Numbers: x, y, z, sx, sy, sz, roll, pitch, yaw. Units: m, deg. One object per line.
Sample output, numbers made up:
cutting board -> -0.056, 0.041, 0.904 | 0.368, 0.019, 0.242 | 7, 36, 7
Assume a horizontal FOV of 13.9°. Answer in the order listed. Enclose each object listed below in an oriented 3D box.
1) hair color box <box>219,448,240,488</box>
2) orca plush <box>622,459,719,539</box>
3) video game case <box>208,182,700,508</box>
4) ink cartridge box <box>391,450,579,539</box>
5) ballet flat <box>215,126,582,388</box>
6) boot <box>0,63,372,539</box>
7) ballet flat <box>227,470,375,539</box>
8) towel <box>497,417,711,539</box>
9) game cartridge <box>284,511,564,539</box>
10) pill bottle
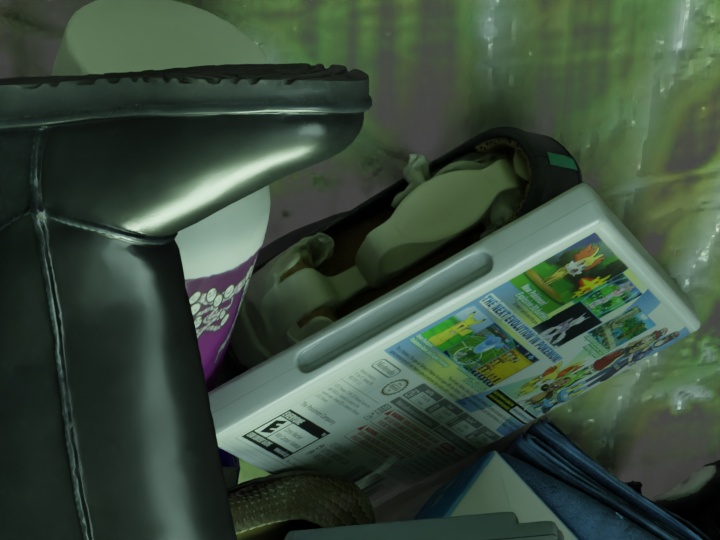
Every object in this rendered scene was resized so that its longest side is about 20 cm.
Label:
hair color box -> -0.159, 0.112, 1.284 | 0.200, 0.065, 0.109 | -3, 129, -15
orca plush -> 0.178, 0.140, 1.391 | 0.200, 0.071, 0.105 | -23, 130, 3
video game case -> 0.042, 0.039, 1.244 | 0.182, 0.022, 0.200 | -29, 159, 9
ink cartridge box -> 0.023, 0.183, 1.341 | 0.116, 0.067, 0.200 | 47, 126, -6
ballet flat -> 0.000, 0.000, 1.230 | 0.200, 0.073, 0.073 | -30, 129, 5
boot -> -0.065, 0.028, 1.064 | 0.165, 0.066, 0.200 | -1, 98, 26
ballet flat -> -0.057, 0.113, 1.206 | 0.067, 0.046, 0.200 | -46, 151, 21
towel -> 0.131, 0.161, 1.348 | 0.200, 0.049, 0.112 | 32, 125, 7
game cartridge -> 0.037, 0.180, 1.239 | 0.133, 0.041, 0.200 | -4, 134, 16
pill bottle -> -0.099, -0.004, 1.174 | 0.112, 0.112, 0.200 | 6, 126, -19
